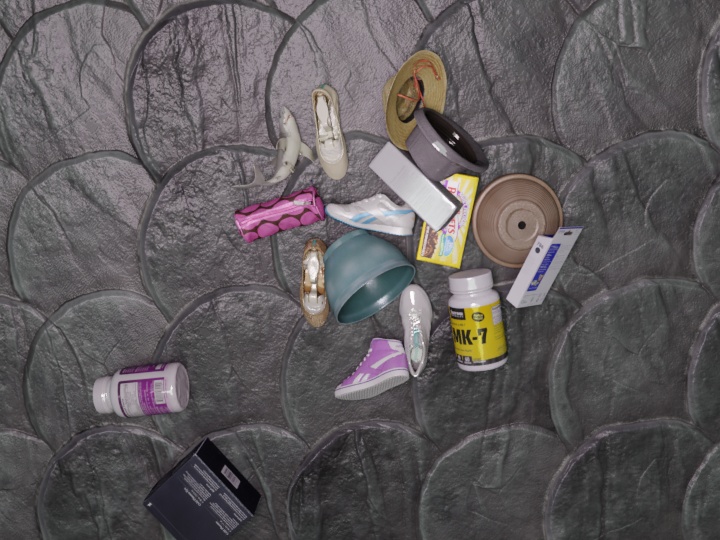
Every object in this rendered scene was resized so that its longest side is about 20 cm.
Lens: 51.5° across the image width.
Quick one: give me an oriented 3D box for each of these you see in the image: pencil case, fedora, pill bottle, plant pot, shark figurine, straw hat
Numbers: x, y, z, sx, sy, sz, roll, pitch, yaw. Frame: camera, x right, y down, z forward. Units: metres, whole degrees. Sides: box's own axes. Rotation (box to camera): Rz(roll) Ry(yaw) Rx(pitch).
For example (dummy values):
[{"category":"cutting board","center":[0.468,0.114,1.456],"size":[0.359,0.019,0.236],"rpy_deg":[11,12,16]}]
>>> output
[{"category":"pencil case","center":[-0.177,-0.122,1.618],"size":[0.196,0.094,0.092],"rpy_deg":[-18,99,8]},{"category":"fedora","center":[0.164,-0.245,1.535],"size":[0.090,0.198,0.179],"rpy_deg":[-45,59,26]},{"category":"pill bottle","center":[-0.499,0.275,1.701],"size":[0.196,0.112,0.115],"rpy_deg":[-6,100,5]},{"category":"plant pot","center":[0.000,0.000,1.591],"size":[0.199,0.200,0.135],"rpy_deg":[-38,70,9]},{"category":"plant pot","center":[0.338,-0.101,1.587],"size":[0.196,0.093,0.205],"rpy_deg":[1,101,3]},{"category":"shark figurine","center":[-0.181,-0.229,1.597],"size":[0.088,0.217,0.128],"rpy_deg":[-8,137,42]},{"category":"pill bottle","center":[0.251,0.105,1.618],"size":[0.112,0.114,0.204],"rpy_deg":[-10,99,5]},{"category":"straw hat","center":[0.091,-0.361,1.557],"size":[0.084,0.199,0.205],"rpy_deg":[26,104,38]}]

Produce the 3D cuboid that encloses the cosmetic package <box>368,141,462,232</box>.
[{"category":"cosmetic package","center":[0.118,-0.177,1.567],"size":[0.200,0.102,0.074],"rpy_deg":[44,106,7]}]

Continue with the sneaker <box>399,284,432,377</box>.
[{"category":"sneaker","center":[0.124,0.135,1.645],"size":[0.074,0.089,0.204],"rpy_deg":[-3,100,6]}]

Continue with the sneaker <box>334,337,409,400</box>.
[{"category":"sneaker","center":[0.022,0.219,1.686],"size":[0.198,0.072,0.116],"rpy_deg":[-25,59,26]}]

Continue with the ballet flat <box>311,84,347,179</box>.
[{"category":"ballet flat","center":[-0.069,-0.293,1.594],"size":[0.068,0.070,0.204],"rpy_deg":[-9,100,5]}]

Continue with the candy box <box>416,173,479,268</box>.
[{"category":"candy box","center":[0.189,-0.113,1.628],"size":[0.100,0.026,0.204],"rpy_deg":[11,101,1]}]

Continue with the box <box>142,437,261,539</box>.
[{"category":"box","center":[-0.367,0.534,1.741],"size":[0.182,0.104,0.201],"rpy_deg":[-41,95,9]}]

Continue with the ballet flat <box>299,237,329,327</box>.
[{"category":"ballet flat","center":[-0.105,0.032,1.654],"size":[0.069,0.065,0.204],"rpy_deg":[-2,100,4]}]

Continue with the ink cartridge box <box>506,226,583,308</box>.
[{"category":"ink cartridge box","center":[0.387,-0.016,1.573],"size":[0.039,0.098,0.202],"rpy_deg":[44,122,36]}]

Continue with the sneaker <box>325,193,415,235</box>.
[{"category":"sneaker","center":[0.021,-0.128,1.618],"size":[0.196,0.077,0.083],"rpy_deg":[9,93,-5]}]
